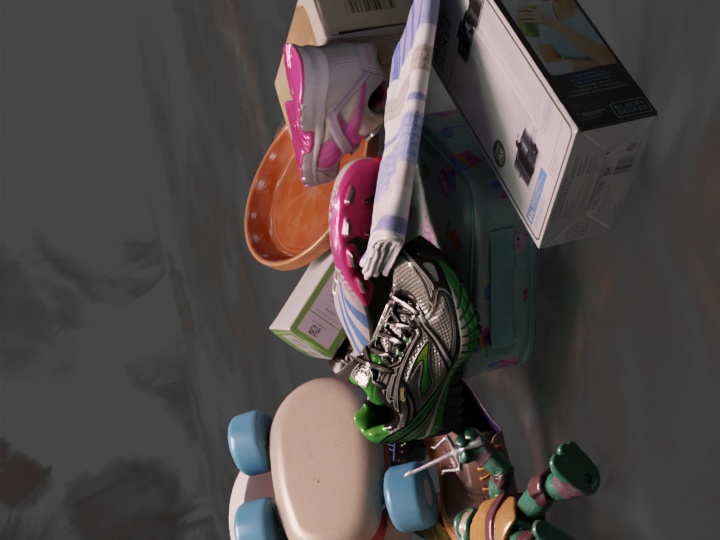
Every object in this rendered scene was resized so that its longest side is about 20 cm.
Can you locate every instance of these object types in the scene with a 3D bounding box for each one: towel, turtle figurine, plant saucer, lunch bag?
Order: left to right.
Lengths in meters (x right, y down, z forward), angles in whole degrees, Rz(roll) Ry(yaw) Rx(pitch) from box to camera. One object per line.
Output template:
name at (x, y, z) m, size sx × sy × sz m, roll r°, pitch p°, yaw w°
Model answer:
plant saucer at (-0.050, -0.092, 1.281) m, size 0.200 × 0.032 × 0.201 m, roll -31°, pitch 45°, yaw 36°
towel at (0.029, -0.101, 0.886) m, size 0.147 × 0.024 × 0.201 m, roll 115°, pitch 164°, yaw -79°
lunch bag at (0.089, -0.019, 0.979) m, size 0.161 × 0.077 × 0.201 m, roll -128°, pitch 30°, yaw -52°
turtle figurine at (0.110, 0.205, 0.990) m, size 0.200 × 0.100 × 0.151 m, roll -29°, pitch 54°, yaw 56°

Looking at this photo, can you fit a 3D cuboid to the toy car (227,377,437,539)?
toy car at (-0.004, 0.215, 1.185) m, size 0.200 × 0.183 × 0.178 m, roll 51°, pitch -154°, yaw -56°

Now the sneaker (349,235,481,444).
sneaker at (0.038, 0.064, 0.934) m, size 0.078 × 0.085 × 0.201 m, roll 48°, pitch 146°, yaw 44°

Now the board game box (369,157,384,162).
board game box at (0.014, -0.069, 1.113) m, size 0.200 × 0.039 × 0.159 m, roll 88°, pitch -173°, yaw -59°

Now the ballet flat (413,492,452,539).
ballet flat at (0.100, 0.253, 1.192) m, size 0.200 × 0.070 × 0.071 m, roll -149°, pitch 48°, yaw -70°

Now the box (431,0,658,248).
box at (0.117, -0.129, 0.831) m, size 0.117 × 0.060 × 0.201 m, roll 99°, pitch 152°, yaw -52°

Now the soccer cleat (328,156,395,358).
soccer cleat at (0.000, 0.000, 1.011) m, size 0.086 × 0.070 × 0.201 m, roll 23°, pitch 129°, yaw 55°

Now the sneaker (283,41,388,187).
sneaker at (-0.018, -0.136, 1.065) m, size 0.200 × 0.088 × 0.082 m, roll 100°, pitch 158°, yaw -72°

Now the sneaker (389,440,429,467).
sneaker at (0.052, 0.158, 1.264) m, size 0.200 × 0.070 × 0.078 m, roll 103°, pitch 147°, yaw -70°

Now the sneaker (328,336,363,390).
sneaker at (0.020, 0.082, 1.219) m, size 0.070 × 0.099 × 0.200 m, roll 56°, pitch 164°, yaw 4°

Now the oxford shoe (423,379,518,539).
oxford shoe at (0.107, 0.188, 1.095) m, size 0.073 × 0.071 × 0.201 m, roll 103°, pitch 151°, yaw -48°

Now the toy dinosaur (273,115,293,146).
toy dinosaur at (-0.076, -0.146, 1.428) m, size 0.201 × 0.077 × 0.102 m, roll 64°, pitch 146°, yaw 25°

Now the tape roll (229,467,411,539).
tape roll at (-0.039, 0.259, 1.243) m, size 0.037 × 0.202 × 0.204 m, roll -37°, pitch 66°, yaw 49°

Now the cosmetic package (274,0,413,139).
cosmetic package at (-0.012, -0.201, 1.126) m, size 0.200 × 0.105 × 0.072 m, roll 117°, pitch 139°, yaw -68°

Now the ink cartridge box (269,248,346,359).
ink cartridge box at (-0.012, -0.006, 1.265) m, size 0.059 × 0.201 × 0.104 m, roll 34°, pitch 170°, yaw -11°
